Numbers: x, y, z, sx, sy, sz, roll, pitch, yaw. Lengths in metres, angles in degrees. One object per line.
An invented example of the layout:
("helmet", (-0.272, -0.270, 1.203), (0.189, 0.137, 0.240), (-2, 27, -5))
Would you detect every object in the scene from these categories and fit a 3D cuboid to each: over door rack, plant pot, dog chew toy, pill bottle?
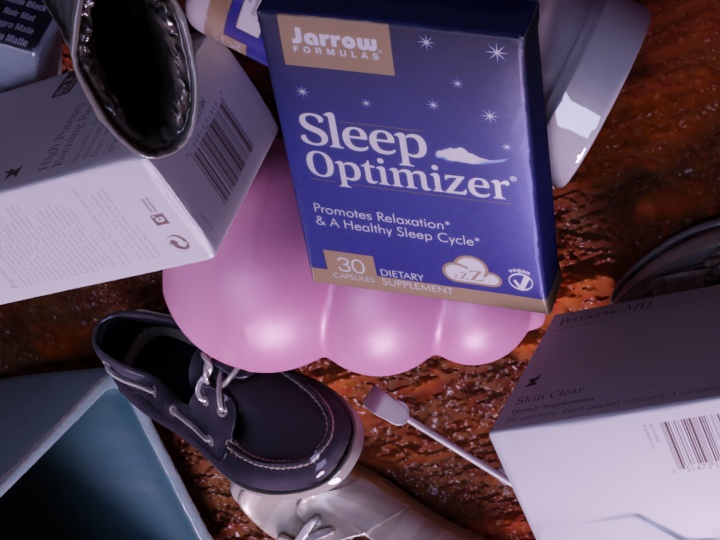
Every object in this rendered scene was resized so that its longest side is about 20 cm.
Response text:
("over door rack", (0.040, 0.168, 1.062), (0.200, 0.067, 0.148), (33, 87, -25))
("plant pot", (-0.237, 0.185, 1.163), (0.200, 0.196, 0.196), (3, 127, 39))
("dog chew toy", (0.000, 0.000, 0.984), (0.200, 0.125, 0.125), (9, 127, 5))
("pill bottle", (0.028, -0.125, 0.881), (0.200, 0.116, 0.116), (27, 129, 1))

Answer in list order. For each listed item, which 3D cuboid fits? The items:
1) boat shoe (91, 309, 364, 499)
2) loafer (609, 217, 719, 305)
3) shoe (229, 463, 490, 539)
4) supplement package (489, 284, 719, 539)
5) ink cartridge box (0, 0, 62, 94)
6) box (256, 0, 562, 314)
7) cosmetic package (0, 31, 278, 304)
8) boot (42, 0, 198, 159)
("boat shoe", (-0.081, 0.070, 1.040), (0.200, 0.073, 0.063), (22, 167, 46))
("loafer", (0.211, 0.009, 0.941), (0.200, 0.063, 0.072), (-20, 116, 31))
("shoe", (0.009, 0.168, 1.137), (0.200, 0.053, 0.070), (23, 129, 3))
("supplement package", (0.192, 0.096, 0.901), (0.200, 0.111, 0.156), (-12, 114, 30))
("ink cartridge box", (-0.263, -0.120, 1.043), (0.199, 0.041, 0.200), (16, 128, 9))
("box", (0.023, -0.065, 0.833), (0.121, 0.032, 0.200), (8, 136, 18))
("cosmetic package", (-0.150, -0.046, 0.949), (0.200, 0.102, 0.074), (-11, 128, 32))
("boot", (-0.135, -0.159, 0.862), (0.072, 0.200, 0.182), (-24, 115, 1))
